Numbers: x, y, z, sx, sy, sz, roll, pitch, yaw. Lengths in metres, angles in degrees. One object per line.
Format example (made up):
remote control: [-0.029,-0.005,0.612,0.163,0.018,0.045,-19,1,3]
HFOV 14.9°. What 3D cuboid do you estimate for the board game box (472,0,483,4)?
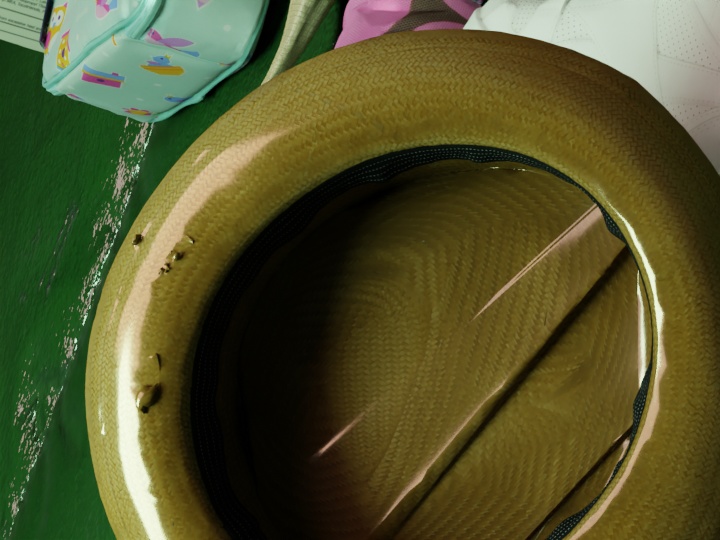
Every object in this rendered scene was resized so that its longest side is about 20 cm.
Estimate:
board game box: [0.060,-0.231,1.088,0.200,0.041,0.200,125,153,-44]

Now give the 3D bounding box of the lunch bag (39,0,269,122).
lunch bag: [-0.098,-0.169,1.405,0.200,0.077,0.162,158,125,-65]

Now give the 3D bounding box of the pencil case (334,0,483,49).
pencil case: [0.000,0.000,0.982,0.090,0.094,0.201,6,61,32]

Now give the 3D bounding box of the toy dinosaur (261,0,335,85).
toy dinosaur: [-0.014,-0.141,1.227,0.101,0.058,0.201,126,163,-75]

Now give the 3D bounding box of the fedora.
fedora: [0.023,0.030,0.783,0.082,0.199,0.202,-3,-69,-75]

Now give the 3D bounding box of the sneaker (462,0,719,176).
sneaker: [0.104,-0.080,0.842,0.200,0.073,0.116,41,113,57]

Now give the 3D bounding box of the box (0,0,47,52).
box: [-0.173,-0.235,1.572,0.200,0.127,0.109,-56,27,39]
